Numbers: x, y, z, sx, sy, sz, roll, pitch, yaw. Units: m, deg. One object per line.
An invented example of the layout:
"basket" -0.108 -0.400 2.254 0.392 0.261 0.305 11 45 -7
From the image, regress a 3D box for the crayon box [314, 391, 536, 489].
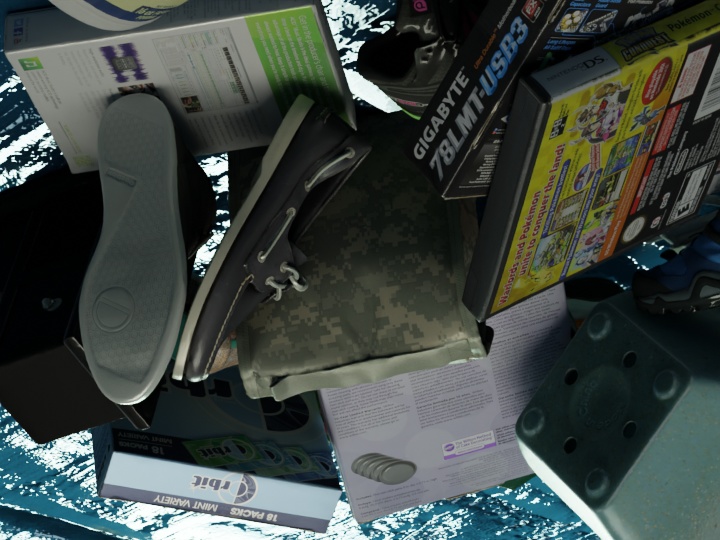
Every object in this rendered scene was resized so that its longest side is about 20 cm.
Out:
"crayon box" 0.052 0.091 1.584 0.200 0.127 0.051 16 144 -31

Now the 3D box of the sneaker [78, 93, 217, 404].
"sneaker" -0.129 -0.004 1.281 0.071 0.200 0.099 -5 161 15

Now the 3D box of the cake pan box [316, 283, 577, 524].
"cake pan box" 0.068 0.084 1.460 0.200 0.052 0.184 -16 131 0

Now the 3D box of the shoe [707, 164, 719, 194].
"shoe" 0.198 -0.098 1.333 0.200 0.072 0.091 -19 127 -4

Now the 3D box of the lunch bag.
"lunch bag" 0.000 0.000 1.342 0.164 0.200 0.118 -10 139 9

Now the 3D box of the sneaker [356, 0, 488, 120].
"sneaker" 0.068 -0.158 1.216 0.084 0.077 0.200 19 139 -29

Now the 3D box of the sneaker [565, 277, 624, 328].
"sneaker" 0.114 0.057 1.573 0.200 0.076 0.092 4 140 -11

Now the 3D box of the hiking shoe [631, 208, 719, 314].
"hiking shoe" 0.264 -0.028 1.323 0.200 0.087 0.074 -21 172 35

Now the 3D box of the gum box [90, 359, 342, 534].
"gum box" -0.114 0.106 1.473 0.170 0.200 0.045 12 117 -17

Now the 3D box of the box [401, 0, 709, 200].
"box" 0.146 -0.134 1.166 0.200 0.050 0.199 -7 136 -45

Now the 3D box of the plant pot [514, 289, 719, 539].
"plant pot" 0.228 0.124 1.402 0.200 0.196 0.196 26 102 -39

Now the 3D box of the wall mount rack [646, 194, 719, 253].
"wall mount rack" 0.300 -0.045 1.440 0.174 0.075 0.200 -21 146 33

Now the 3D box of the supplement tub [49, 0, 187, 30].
"supplement tub" -0.082 -0.225 1.017 0.200 0.145 0.145 -24 144 31

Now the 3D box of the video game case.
"video game case" 0.153 -0.070 1.192 0.181 0.026 0.200 -25 149 -26

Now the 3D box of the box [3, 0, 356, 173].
"box" -0.113 -0.126 1.290 0.200 0.036 0.144 -7 150 8

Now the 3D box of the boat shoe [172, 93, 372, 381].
"boat shoe" -0.056 -0.013 1.261 0.063 0.200 0.073 26 168 -3

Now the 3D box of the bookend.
"bookend" -0.228 0.033 1.370 0.200 0.199 0.092 -18 127 25

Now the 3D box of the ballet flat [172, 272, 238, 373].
"ballet flat" -0.132 0.030 1.448 0.067 0.200 0.068 -9 113 -31
